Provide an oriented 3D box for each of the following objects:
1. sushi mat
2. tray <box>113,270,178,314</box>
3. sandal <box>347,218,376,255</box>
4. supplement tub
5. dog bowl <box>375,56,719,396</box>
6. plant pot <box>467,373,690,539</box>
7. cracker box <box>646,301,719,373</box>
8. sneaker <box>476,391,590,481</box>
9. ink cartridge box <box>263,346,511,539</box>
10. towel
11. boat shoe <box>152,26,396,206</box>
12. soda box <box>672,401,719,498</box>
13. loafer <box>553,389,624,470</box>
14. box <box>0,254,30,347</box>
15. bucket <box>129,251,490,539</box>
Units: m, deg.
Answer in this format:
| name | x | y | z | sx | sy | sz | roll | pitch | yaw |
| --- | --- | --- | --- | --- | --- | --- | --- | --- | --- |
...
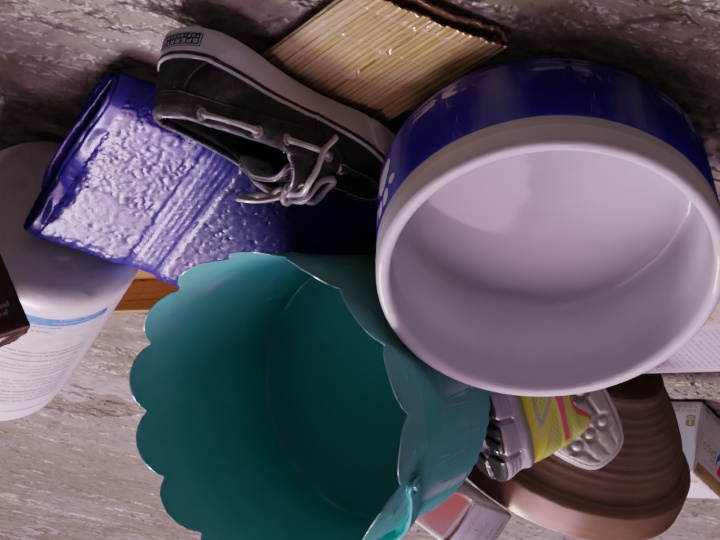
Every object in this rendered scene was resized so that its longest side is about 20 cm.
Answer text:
| name | x | y | z | sx | sy | sz | roll | pitch | yaw |
| --- | --- | --- | --- | --- | --- | --- | --- | --- | --- |
| sushi mat | -0.004 | -0.118 | 1.216 | 0.095 | 0.012 | 0.200 | 19 | 159 | -23 |
| tray | -0.179 | -0.002 | 1.580 | 0.199 | 0.037 | 0.099 | -4 | 154 | 33 |
| sandal | 0.000 | 0.000 | 1.422 | 0.199 | 0.082 | 0.055 | -4 | 160 | 31 |
| supplement tub | -0.239 | 0.010 | 1.462 | 0.132 | 0.132 | 0.200 | 18 | 146 | -16 |
| dog bowl | 0.108 | -0.023 | 1.200 | 0.199 | 0.079 | 0.200 | 0 | 134 | 0 |
| plant pot | 0.162 | 0.102 | 1.535 | 0.200 | 0.201 | 0.093 | 16 | 118 | -13 |
| cracker box | 0.228 | 0.017 | 1.384 | 0.199 | 0.058 | 0.134 | -4 | 153 | 33 |
| sneaker | 0.100 | 0.030 | 1.352 | 0.090 | 0.201 | 0.078 | -14 | -170 | -21 |
| ink cartridge box | -0.003 | 0.119 | 1.453 | 0.200 | 0.044 | 0.174 | 36 | -178 | 25 |
| towel | -0.102 | -0.048 | 1.352 | 0.200 | 0.050 | 0.148 | 22 | 133 | -21 |
| boat shoe | -0.045 | -0.073 | 1.239 | 0.073 | 0.068 | 0.199 | -5 | 155 | 38 |
| soda box | 0.202 | 0.149 | 1.733 | 0.199 | 0.064 | 0.068 | -2 | 156 | 31 |
| loafer | 0.108 | 0.058 | 1.455 | 0.200 | 0.070 | 0.070 | 48 | -178 | 8 |
| box | -0.298 | -0.032 | 1.310 | 0.100 | 0.201 | 0.075 | -21 | 178 | -30 |
| bucket | -0.027 | 0.083 | 1.294 | 0.207 | 0.208 | 0.135 | -3 | -178 | 33 |
